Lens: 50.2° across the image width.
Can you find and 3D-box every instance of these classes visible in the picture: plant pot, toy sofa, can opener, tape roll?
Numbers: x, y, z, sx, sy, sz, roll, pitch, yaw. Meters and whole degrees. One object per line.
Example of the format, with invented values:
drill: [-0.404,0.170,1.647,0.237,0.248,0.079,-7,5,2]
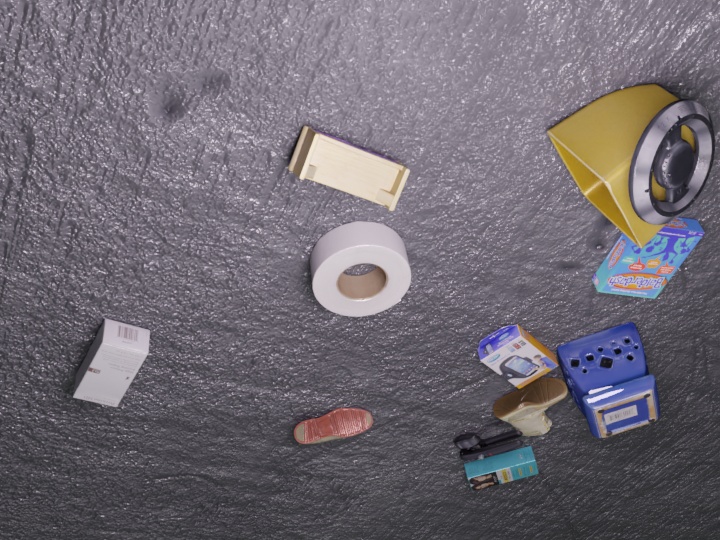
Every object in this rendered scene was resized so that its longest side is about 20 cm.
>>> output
plant pot: [0.601,0.273,1.837,0.198,0.181,0.201,-20,136,9]
plant pot: [0.485,-0.205,1.342,0.199,0.195,0.195,-40,130,8]
toy sofa: [-0.022,-0.182,1.351,0.198,0.098,0.084,17,105,-25]
can opener: [0.342,0.464,2.032,0.198,0.064,0.078,-17,143,36]
tape roll: [0.000,0.000,1.531,0.199,0.071,0.204,-6,135,-6]

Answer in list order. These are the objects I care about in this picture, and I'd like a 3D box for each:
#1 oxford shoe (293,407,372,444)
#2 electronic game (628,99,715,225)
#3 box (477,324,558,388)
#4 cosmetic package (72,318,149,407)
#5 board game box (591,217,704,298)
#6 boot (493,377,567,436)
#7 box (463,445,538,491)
oxford shoe: [-0.067,0.390,1.924,0.197,0.072,0.074,-9,161,-3]
electronic game: [0.498,-0.171,1.227,0.198,0.042,0.203,-14,117,-30]
box: [0.368,0.202,1.823,0.119,0.042,0.199,-36,132,24]
cosmetic package: [-0.529,0.199,1.630,0.101,0.075,0.201,18,128,-25]
board game box: [0.607,-0.029,1.633,0.150,0.045,0.201,6,134,-16]
boot: [0.460,0.354,1.969,0.199,0.073,0.154,-28,132,25]
box: [0.399,0.563,2.179,0.197,0.050,0.083,-17,135,6]
